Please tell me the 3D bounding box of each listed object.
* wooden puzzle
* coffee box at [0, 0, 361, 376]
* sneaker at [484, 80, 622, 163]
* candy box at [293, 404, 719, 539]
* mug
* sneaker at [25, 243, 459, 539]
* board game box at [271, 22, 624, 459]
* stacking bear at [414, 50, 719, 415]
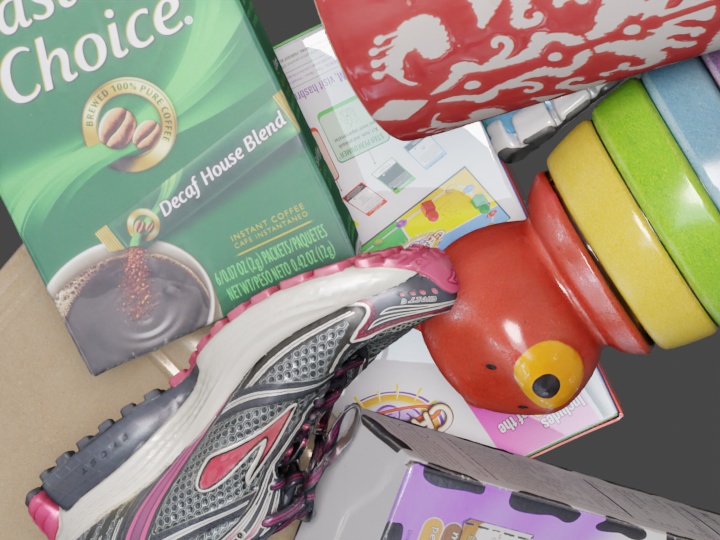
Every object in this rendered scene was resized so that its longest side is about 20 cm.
[{"bbox_3d":[-0.109,0.093,1.169,0.185,0.037,0.200,45,109,4],"label":"wooden puzzle"},{"bbox_3d":[-0.094,-0.072,1.082,0.122,0.044,0.201,-22,103,7],"label":"coffee box"},{"bbox_3d":[0.114,-0.135,1.115,0.200,0.075,0.087,-36,88,-4],"label":"sneaker"},{"bbox_3d":[0.060,0.165,1.125,0.199,0.072,0.169,18,98,-28],"label":"candy box"},{"bbox_3d":[0.078,-0.141,1.010,0.199,0.178,0.134,-19,52,20],"label":"mug"},{"bbox_3d":[-0.035,0.061,1.074,0.200,0.081,0.075,-41,76,22],"label":"sneaker"},{"bbox_3d":[0.000,0.000,1.164,0.152,0.040,0.201,-24,95,7],"label":"board game box"},{"bbox_3d":[0.113,-0.014,1.088,0.199,0.114,0.122,-32,134,7],"label":"stacking bear"}]
